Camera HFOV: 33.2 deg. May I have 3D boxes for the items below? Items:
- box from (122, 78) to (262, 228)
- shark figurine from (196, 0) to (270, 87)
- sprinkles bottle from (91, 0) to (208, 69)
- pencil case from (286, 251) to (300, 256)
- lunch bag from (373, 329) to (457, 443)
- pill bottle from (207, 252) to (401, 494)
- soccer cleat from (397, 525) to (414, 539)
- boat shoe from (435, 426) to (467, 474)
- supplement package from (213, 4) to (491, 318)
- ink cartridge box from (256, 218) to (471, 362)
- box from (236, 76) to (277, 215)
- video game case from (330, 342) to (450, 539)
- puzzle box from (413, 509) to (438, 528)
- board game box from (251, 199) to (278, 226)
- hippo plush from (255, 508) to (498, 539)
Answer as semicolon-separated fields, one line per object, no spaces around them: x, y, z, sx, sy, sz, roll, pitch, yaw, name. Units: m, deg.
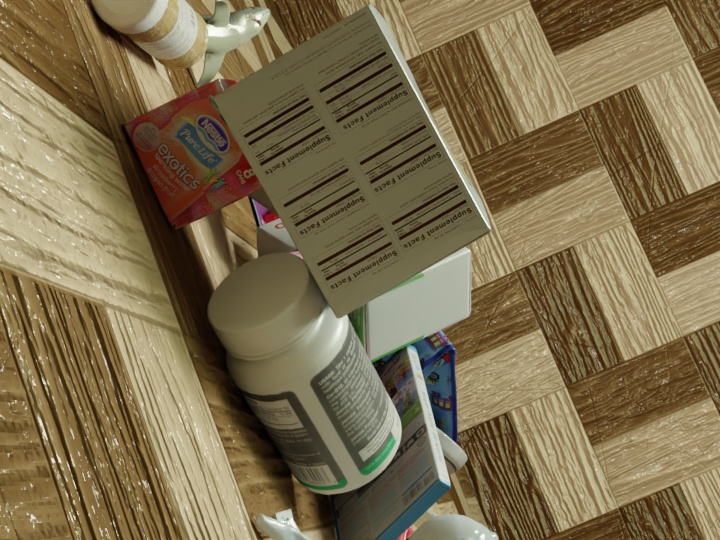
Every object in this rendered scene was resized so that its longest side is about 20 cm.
-0.136;-0.111;1.110;0.200;0.094;0.103;-73;139;-82;box
-0.214;-0.309;1.443;0.089;0.129;0.214;40;8;32;shark figurine
-0.202;-0.249;1.186;0.200;0.068;0.069;20;47;-84;sprinkles bottle
-0.049;0.082;1.186;0.083;0.086;0.202;-20;87;-52;pencil case
0.055;0.125;1.389;0.151;0.094;0.201;53;-11;44;lunch bag
-0.047;0.090;1.046;0.113;0.112;0.201;-107;172;-54;pill bottle
0.028;0.262;1.211;0.068;0.073;0.201;37;26;-38;soccer cleat
0.056;0.203;1.248;0.073;0.066;0.200;37;-17;5;boat shoe
-0.002;-0.099;1.020;0.201;0.146;0.191;60;7;-9;supplement package
0.000;0.000;1.286;0.199;0.145;0.085;31;-46;44;ink cartridge box
-0.078;-0.114;1.268;0.199;0.095;0.078;34;-14;33;box
0.020;0.182;1.188;0.018;0.143;0.201;30;26;-26;video game case
0.085;0.323;1.562;0.133;0.025;0.200;36;-6;20;puzzle box
-0.095;-0.051;1.581;0.158;0.039;0.201;60;9;-52;board game box
0.040;0.255;0.949;0.159;0.159;0.202;43;25;-77;hippo plush
